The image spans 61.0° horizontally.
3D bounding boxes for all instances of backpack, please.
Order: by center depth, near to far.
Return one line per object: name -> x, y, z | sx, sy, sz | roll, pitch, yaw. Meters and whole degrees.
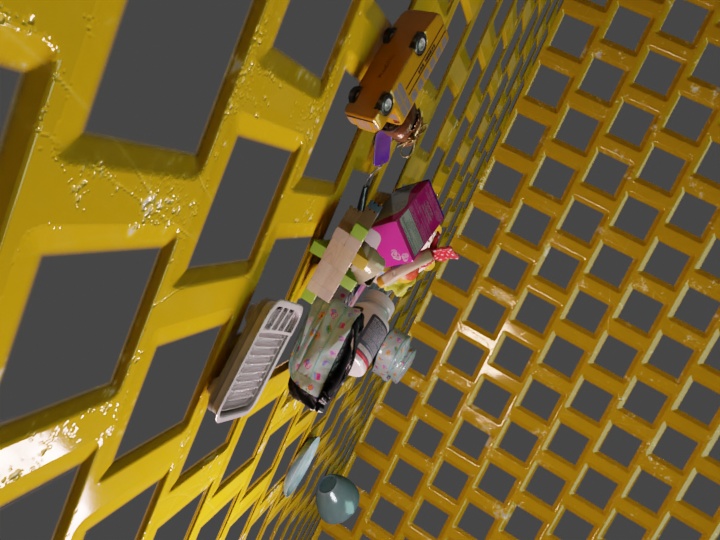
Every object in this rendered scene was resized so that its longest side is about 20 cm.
backpack -> -0.070, 0.158, 1.233 | 0.167, 0.124, 0.205 | -61, 175, -78
backpack -> 0.134, 0.333, 2.419 | 0.176, 0.151, 0.203 | -49, 156, -31

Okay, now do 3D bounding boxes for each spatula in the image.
spatula -> 0.020, -0.172, 1.166 | 0.056, 0.020, 0.204 | -28, 147, -49

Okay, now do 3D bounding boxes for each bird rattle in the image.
bird rattle -> 0.119, -0.006, 1.382 | 0.196, 0.116, 0.162 | -21, -178, 32

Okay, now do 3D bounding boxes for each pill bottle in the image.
pill bottle -> 0.006, 0.155, 1.558 | 0.202, 0.117, 0.121 | -55, 166, -30

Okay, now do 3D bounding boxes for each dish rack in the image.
dish rack -> -0.167, 0.132, 0.955 | 0.204, 0.043, 0.172 | -63, 169, -2

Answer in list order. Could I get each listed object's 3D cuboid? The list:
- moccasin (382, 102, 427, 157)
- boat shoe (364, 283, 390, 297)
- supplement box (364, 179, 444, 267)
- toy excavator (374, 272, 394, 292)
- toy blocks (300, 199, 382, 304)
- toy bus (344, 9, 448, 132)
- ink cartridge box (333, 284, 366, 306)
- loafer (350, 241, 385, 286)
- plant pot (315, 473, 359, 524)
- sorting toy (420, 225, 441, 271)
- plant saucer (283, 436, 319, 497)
moccasin -> 0.075, -0.241, 1.025 | 0.074, 0.078, 0.202 | -43, -172, 9
boat shoe -> 0.043, 0.059, 1.682 | 0.204, 0.071, 0.062 | -61, -167, 2
supplement box -> 0.097, -0.105, 1.363 | 0.200, 0.099, 0.105 | -48, 119, -47
toy excavator -> 0.092, -0.077, 1.535 | 0.195, 0.097, 0.205 | -48, 153, -54
toy blocks -> -0.027, -0.044, 1.098 | 0.202, 0.098, 0.138 | -59, -179, 37
toy bus -> 0.056, -0.294, 0.913 | 0.204, 0.064, 0.078 | -62, 148, -11
ink cartridge box -> -0.030, 0.054, 1.402 | 0.201, 0.036, 0.096 | -53, 164, -34
loafer -> 0.000, 0.000, 1.248 | 0.077, 0.067, 0.200 | -59, -174, -13
plant pot -> -0.116, 0.964, 2.643 | 0.201, 0.196, 0.137 | -53, 130, -37
sorting toy -> 0.161, -0.107, 1.727 | 0.181, 0.103, 0.206 | -88, -174, -64
plant saucer -> -0.187, 0.602, 1.894 | 0.203, 0.027, 0.201 | -59, 168, -21
